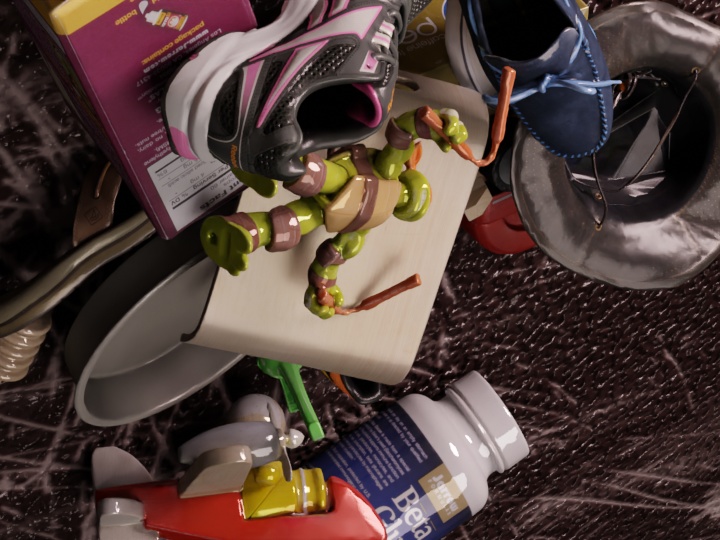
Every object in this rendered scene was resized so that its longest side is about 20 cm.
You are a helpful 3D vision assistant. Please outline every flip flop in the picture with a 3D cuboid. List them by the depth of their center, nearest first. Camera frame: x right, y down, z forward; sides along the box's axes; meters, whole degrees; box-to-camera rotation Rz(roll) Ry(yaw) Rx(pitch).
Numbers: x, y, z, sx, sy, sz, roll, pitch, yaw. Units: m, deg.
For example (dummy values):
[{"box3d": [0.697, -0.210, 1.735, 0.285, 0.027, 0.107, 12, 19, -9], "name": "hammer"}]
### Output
[{"box3d": [-0.160, -0.035, 1.208, 0.199, 0.058, 0.081, -37, -176, -1], "name": "flip flop"}]

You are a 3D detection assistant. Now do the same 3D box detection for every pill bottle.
[{"box3d": [0.033, 0.170, 1.564, 0.199, 0.111, 0.111, -34, 145, -6], "name": "pill bottle"}]

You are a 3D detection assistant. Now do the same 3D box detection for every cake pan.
[{"box3d": [-0.115, 0.025, 1.296, 0.200, 0.037, 0.201, -35, 160, -14], "name": "cake pan"}]

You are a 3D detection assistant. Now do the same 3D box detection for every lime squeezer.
[{"box3d": [-0.048, 0.076, 1.409, 0.038, 0.071, 0.200, -36, -175, -5], "name": "lime squeezer"}]

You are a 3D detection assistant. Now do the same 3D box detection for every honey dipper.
[{"box3d": [-0.259, 0.101, 1.293, 0.038, 0.038, 0.201, 1, 131, -42], "name": "honey dipper"}]

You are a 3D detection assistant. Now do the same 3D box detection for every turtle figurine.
[{"box3d": [-0.007, -0.050, 1.112, 0.161, 0.065, 0.200, -3, 140, -44], "name": "turtle figurine"}]

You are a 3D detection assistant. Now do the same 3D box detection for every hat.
[{"box3d": [0.169, -0.086, 1.268, 0.199, 0.081, 0.202, -8, 110, -23], "name": "hat"}]

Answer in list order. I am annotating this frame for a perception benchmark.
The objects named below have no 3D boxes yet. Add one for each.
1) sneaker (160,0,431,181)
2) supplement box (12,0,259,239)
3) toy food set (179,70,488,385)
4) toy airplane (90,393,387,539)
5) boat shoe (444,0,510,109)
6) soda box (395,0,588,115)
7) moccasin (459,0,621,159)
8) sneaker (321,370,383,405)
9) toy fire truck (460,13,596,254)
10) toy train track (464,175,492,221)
[{"box3d": [-0.009, -0.108, 1.033, 0.200, 0.086, 0.081, -46, 149, -28], "name": "sneaker"}, {"box3d": [-0.123, -0.137, 1.068, 0.103, 0.131, 0.200, -33, 146, -10], "name": "supplement box"}, {"box3d": [-0.017, -0.032, 1.211, 0.142, 0.060, 0.201, 13, 104, -20], "name": "toy food set"}, {"box3d": [-0.101, 0.155, 1.418, 0.199, 0.199, 0.142, 32, 65, -46], "name": "toy airplane"}, {"box3d": [0.095, -0.169, 1.178, 0.073, 0.065, 0.201, -28, 139, -19], "name": "boat shoe"}, {"box3d": [0.049, -0.135, 1.277, 0.199, 0.068, 0.064, -24, 142, -20], "name": "soda box"}, {"box3d": [0.090, -0.135, 1.121, 0.080, 0.068, 0.200, -24, 125, 17], "name": "moccasin"}, {"box3d": [0.004, 0.009, 1.377, 0.070, 0.090, 0.201, -19, 141, -26], "name": "sneaker"}, {"box3d": [0.131, -0.067, 1.403, 0.175, 0.129, 0.201, -24, 132, -20], "name": "toy fire truck"}, {"box3d": [0.000, 0.000, 1.285, 0.199, 0.033, 0.115, -28, 161, 4], "name": "toy train track"}]
